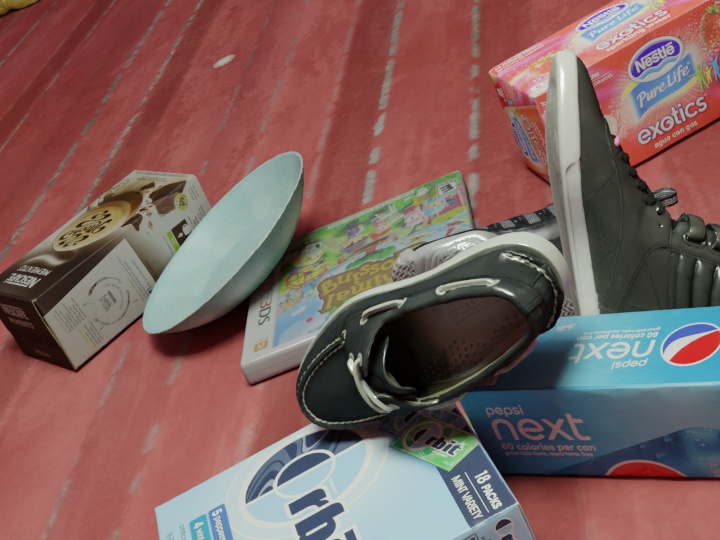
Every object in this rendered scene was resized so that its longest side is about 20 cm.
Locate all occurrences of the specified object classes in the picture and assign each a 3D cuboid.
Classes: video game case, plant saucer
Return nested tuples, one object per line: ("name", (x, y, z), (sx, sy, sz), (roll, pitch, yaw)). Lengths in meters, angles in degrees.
("video game case", (0.000, 0.000, 0.989), (0.198, 0.022, 0.183), (-22, 27, 11))
("plant saucer", (-0.108, -0.015, 1.057), (0.201, 0.039, 0.202), (-41, 21, 19))

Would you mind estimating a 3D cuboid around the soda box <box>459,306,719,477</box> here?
("soda box", (0.158, 0.067, 0.671), (0.198, 0.068, 0.064), (-5, 35, 37))

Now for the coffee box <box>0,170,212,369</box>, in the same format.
("coffee box", (-0.239, -0.006, 1.153), (0.112, 0.080, 0.200), (8, 42, 48))

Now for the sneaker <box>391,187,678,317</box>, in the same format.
("sneaker", (0.125, -0.019, 0.854), (0.197, 0.076, 0.114), (-5, 32, 26))

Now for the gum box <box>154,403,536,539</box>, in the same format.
("gum box", (-0.017, 0.151, 0.709), (0.198, 0.045, 0.170), (-27, 26, -2))

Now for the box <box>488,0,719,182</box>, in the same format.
("box", (0.218, -0.157, 0.985), (0.198, 0.095, 0.103), (-29, 25, -4))

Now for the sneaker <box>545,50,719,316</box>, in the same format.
("sneaker", (0.168, -0.037, 0.734), (0.098, 0.203, 0.071), (-11, 7, 5))

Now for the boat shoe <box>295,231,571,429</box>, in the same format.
("boat shoe", (0.027, 0.044, 0.685), (0.199, 0.076, 0.060), (-37, 8, 36))

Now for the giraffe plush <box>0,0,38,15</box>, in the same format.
("giraffe plush", (-0.825, -0.677, 2.797), (0.198, 0.164, 0.173), (-29, 27, -6))
